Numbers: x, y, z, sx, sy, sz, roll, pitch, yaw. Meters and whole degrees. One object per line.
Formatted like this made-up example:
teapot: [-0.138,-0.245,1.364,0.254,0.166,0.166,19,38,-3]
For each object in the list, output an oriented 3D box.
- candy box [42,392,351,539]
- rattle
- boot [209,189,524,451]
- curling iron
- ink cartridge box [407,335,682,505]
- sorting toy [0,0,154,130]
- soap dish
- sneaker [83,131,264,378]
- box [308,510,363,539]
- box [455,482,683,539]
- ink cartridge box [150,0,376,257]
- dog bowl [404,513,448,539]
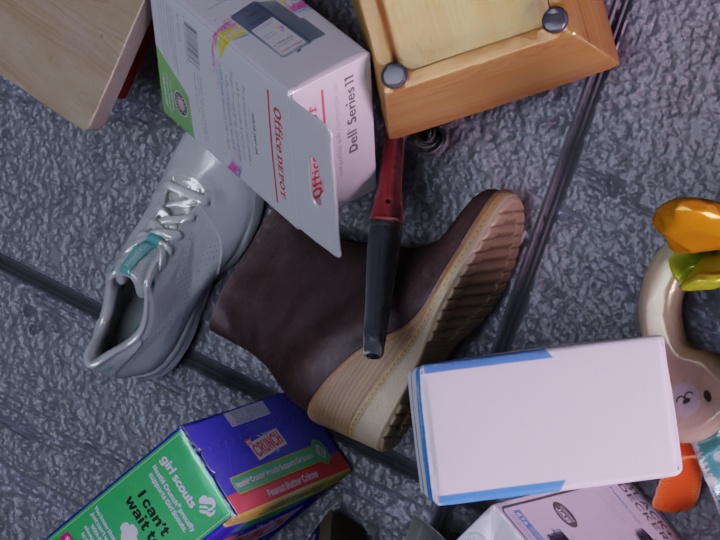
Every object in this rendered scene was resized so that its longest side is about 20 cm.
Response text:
candy box: [-0.126,0.172,1.773,0.200,0.169,0.077,-42,77,24]
rattle: [0.207,0.061,1.607,0.130,0.143,0.201,24,98,6]
boot: [0.000,0.000,1.751,0.166,0.072,0.201,37,102,28]
curling iron: [0.025,-0.036,1.704,0.049,0.026,0.201,-4,58,32]
ink cartridge box: [0.105,0.089,1.603,0.144,0.200,0.085,-7,87,-2]
sorting toy: [-0.201,-0.230,1.813,0.200,0.070,0.199,33,109,23]
soap dish: [0.061,-0.202,1.682,0.157,0.081,0.201,-17,82,14]
sneaker: [-0.130,-0.015,1.810,0.075,0.088,0.201,28,103,25]
box: [-0.060,0.268,1.773,0.032,0.121,0.200,28,109,-10]
box: [0.137,0.190,1.613,0.060,0.200,0.117,-47,70,21]
ink cartridge box: [-0.051,-0.110,1.719,0.200,0.067,0.117,42,149,37]
dog bowl: [0.014,0.255,1.693,0.058,0.200,0.201,26,105,6]
